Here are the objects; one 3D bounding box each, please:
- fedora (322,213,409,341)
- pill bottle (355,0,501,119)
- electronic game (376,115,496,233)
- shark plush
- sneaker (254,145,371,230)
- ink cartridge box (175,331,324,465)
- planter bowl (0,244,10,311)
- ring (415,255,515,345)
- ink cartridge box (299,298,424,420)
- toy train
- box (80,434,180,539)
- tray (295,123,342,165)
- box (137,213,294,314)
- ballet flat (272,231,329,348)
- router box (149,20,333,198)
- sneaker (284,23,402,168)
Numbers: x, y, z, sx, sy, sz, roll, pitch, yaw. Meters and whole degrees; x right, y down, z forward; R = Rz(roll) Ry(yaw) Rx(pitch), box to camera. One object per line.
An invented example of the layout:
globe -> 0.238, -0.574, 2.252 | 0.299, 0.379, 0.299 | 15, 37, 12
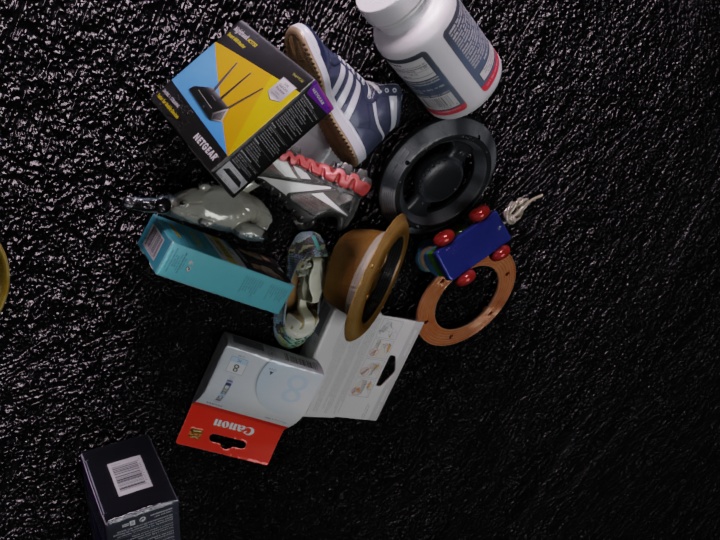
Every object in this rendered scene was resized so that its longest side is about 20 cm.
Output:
fedora -> 0.000, 0.000, 1.268 | 0.202, 0.081, 0.201 | -60, 166, -26
pill bottle -> 0.086, -0.298, 1.130 | 0.120, 0.120, 0.200 | -47, 133, 3
electronic game -> 0.114, -0.139, 1.305 | 0.198, 0.042, 0.201 | -19, 136, -19
shark plush -> -0.200, -0.065, 1.130 | 0.198, 0.083, 0.092 | -10, 83, -32
sneaker -> -0.087, -0.106, 1.114 | 0.199, 0.071, 0.099 | 17, 93, -19
ink cartridge box -> -0.167, 0.205, 1.322 | 0.159, 0.047, 0.201 | 19, 107, -23
planter bowl -> -0.496, -0.003, 0.971 | 0.199, 0.083, 0.202 | -17, 128, -23
ring -> 0.173, 0.042, 1.469 | 0.199, 0.019, 0.202 | -22, 136, -23
ink cartridge box -> -0.014, 0.144, 1.408 | 0.175, 0.045, 0.201 | 10, 114, -36
toy train -> 0.180, -0.058, 1.362 | 0.199, 0.116, 0.085 | -34, 102, -18
box -> -0.329, 0.368, 1.283 | 0.103, 0.148, 0.202 | -13, 125, -26
tray -> -0.109, -0.165, 1.158 | 0.199, 0.022, 0.108 | 26, 104, -41
box -> -0.188, -0.006, 1.170 | 0.199, 0.082, 0.049 | 21, 106, -41
ballet flat -> -0.084, 0.043, 1.281 | 0.074, 0.074, 0.202 | -9, 124, -28
router box -> -0.139, -0.188, 1.001 | 0.149, 0.200, 0.051 | -42, 135, -3
sneaker -> -0.017, -0.244, 1.136 | 0.108, 0.070, 0.201 | -39, 124, -19
